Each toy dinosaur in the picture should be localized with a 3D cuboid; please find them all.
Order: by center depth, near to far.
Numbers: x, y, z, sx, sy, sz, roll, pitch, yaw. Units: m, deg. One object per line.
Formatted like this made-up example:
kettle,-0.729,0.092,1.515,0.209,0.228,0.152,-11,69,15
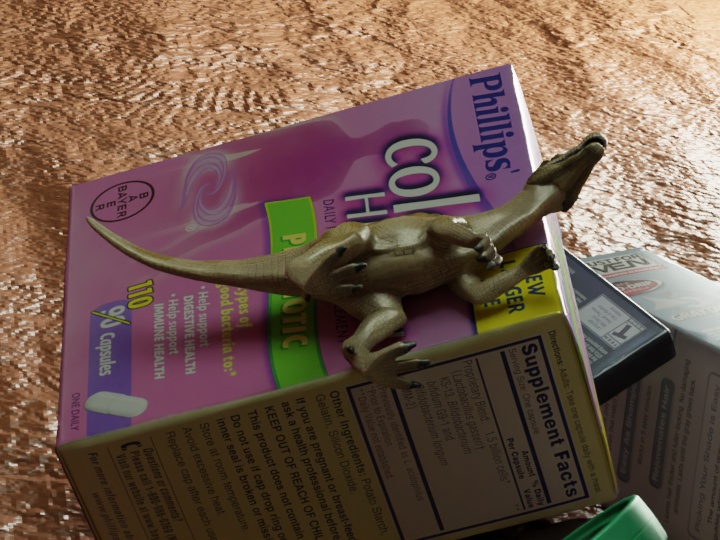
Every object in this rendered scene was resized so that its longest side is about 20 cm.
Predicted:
toy dinosaur,0.000,0.000,0.910,0.199,0.058,0.101,-11,21,1

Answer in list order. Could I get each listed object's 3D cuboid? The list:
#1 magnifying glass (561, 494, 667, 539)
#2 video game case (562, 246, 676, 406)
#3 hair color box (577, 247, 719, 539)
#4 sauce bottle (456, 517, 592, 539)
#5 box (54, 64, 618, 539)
magnifying glass,0.016,0.132,0.767,0.022,0.200,0.080,53,27,3
video game case,0.014,0.051,1.050,0.200,0.019,0.143,-32,37,-12
hair color box,0.160,0.070,1.060,0.060,0.099,0.200,-10,25,-35
sauce bottle,0.106,0.134,0.929,0.066,0.066,0.200,-15,25,-43
box,-0.013,0.025,0.995,0.199,0.097,0.176,-14,36,6
